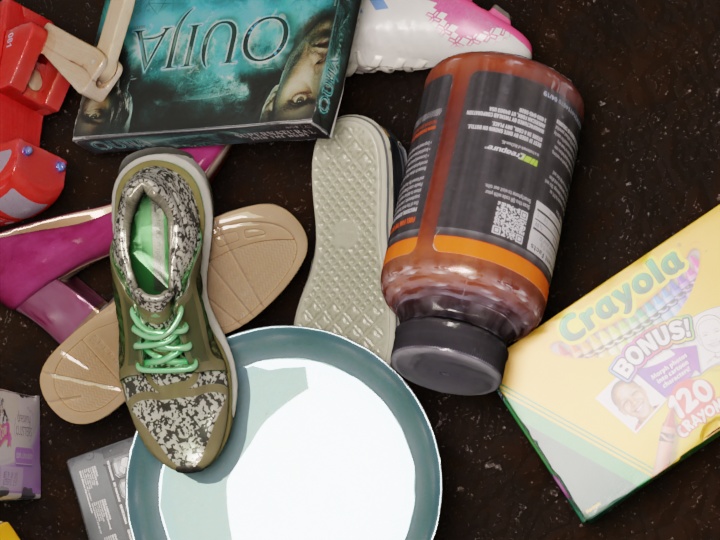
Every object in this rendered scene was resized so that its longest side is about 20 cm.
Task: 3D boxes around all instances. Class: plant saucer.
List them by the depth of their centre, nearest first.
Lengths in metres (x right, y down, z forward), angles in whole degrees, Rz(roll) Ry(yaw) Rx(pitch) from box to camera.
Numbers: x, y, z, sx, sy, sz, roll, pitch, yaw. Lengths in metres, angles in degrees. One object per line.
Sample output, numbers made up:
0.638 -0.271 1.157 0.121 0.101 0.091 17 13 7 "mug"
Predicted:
-0.047 0.136 1.556 0.199 0.027 0.202 -1 79 6 "plant saucer"

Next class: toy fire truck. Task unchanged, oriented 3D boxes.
-0.193 -0.135 1.609 0.140 0.049 0.201 -14 62 39 "toy fire truck"

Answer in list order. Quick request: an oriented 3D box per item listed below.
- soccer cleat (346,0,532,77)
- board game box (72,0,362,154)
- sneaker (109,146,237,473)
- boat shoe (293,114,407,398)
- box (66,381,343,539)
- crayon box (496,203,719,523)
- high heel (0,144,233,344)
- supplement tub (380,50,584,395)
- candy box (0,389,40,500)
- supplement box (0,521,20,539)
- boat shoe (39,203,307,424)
0.012 -0.151 1.612 0.199 0.070 0.087 24 75 17 "soccer cleat"
-0.089 -0.145 1.588 0.199 0.028 0.136 -2 68 36 "board game box"
-0.124 0.027 1.515 0.076 0.089 0.202 -8 95 9 "sneaker"
0.000 0.000 1.600 0.074 0.062 0.202 6 98 24 "boat shoe"
-0.083 0.190 1.591 0.157 0.051 0.201 -20 80 5 "box"
0.191 0.055 1.569 0.199 0.058 0.119 -34 80 2 "crayon box"
-0.165 -0.050 1.621 0.096 0.067 0.200 41 93 0 "high heel"
0.072 -0.028 1.547 0.106 0.107 0.201 11 67 8 "supplement tub"
-0.316 0.112 1.571 0.198 0.168 0.072 -2 83 7 "candy box"
-0.227 0.278 1.550 0.200 0.109 0.109 53 126 10 "supplement box"
-0.119 0.022 1.596 0.200 0.065 0.072 -39 99 10 "boat shoe"
